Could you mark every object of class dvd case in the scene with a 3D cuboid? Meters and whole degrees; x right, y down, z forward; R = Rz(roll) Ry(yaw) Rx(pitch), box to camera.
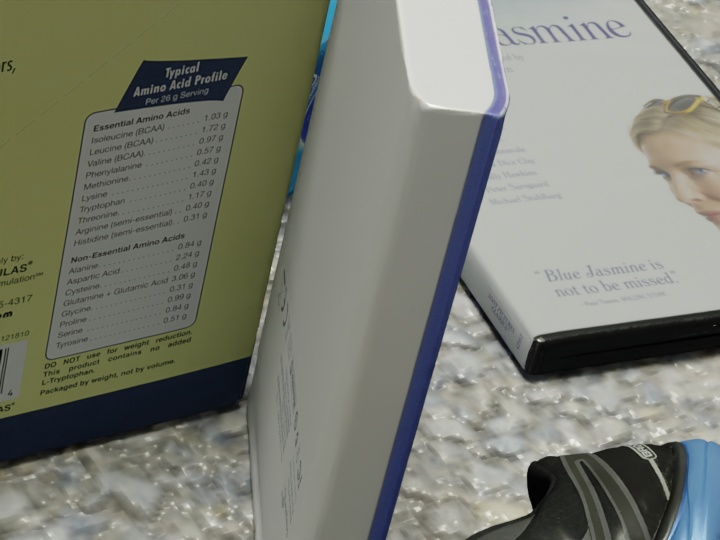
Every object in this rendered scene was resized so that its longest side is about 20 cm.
[{"bbox_3d":[0.079,-0.041,0.971,0.142,0.018,0.200,-8,42,-25],"label":"dvd case"}]

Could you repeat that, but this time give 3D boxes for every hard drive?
[{"bbox_3d":[0.000,0.000,0.740,0.025,0.200,0.132,7,37,-10],"label":"hard drive"}]

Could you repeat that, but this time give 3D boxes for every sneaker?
[{"bbox_3d":[0.050,0.118,0.730,0.082,0.071,0.200,2,35,21],"label":"sneaker"}]

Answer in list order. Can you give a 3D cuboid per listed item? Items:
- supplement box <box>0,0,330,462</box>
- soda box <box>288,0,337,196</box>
[{"bbox_3d":[-0.131,-0.057,0.773,0.200,0.200,0.134,-13,44,-31],"label":"supplement box"},{"bbox_3d":[-0.097,-0.097,0.945,0.200,0.068,0.064,28,37,17],"label":"soda box"}]
